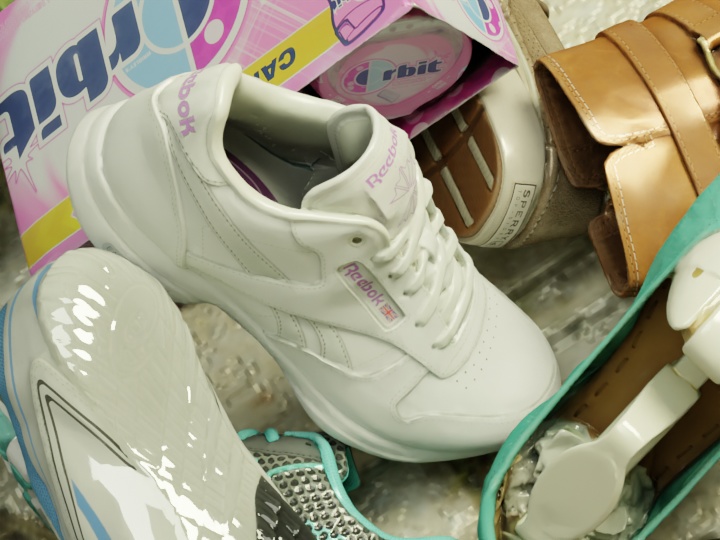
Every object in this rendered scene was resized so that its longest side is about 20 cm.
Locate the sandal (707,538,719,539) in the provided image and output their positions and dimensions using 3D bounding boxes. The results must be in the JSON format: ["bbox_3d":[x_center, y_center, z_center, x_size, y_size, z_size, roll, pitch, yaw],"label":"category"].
[{"bbox_3d":[0.169,0.113,0.885,0.200,0.080,0.058,-12,106,18],"label":"sandal"}]

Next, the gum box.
[{"bbox_3d":[-0.050,-0.078,0.995,0.200,0.066,0.114,-33,56,28],"label":"gum box"}]

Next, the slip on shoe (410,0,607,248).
[{"bbox_3d":[0.038,-0.092,1.022,0.060,0.076,0.201,0,46,-29],"label":"slip on shoe"}]

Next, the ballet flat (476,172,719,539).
[{"bbox_3d":[0.106,0.035,0.886,0.067,0.070,0.200,38,112,-1],"label":"ballet flat"}]

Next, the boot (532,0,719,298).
[{"bbox_3d":[0.132,-0.086,0.967,0.154,0.077,0.201,-13,72,-9],"label":"boot"}]

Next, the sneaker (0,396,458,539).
[{"bbox_3d":[-0.043,0.085,0.953,0.200,0.078,0.091,36,74,18],"label":"sneaker"}]

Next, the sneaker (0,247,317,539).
[{"bbox_3d":[-0.060,0.090,0.885,0.072,0.072,0.201,-17,74,-34],"label":"sneaker"}]

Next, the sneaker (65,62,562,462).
[{"bbox_3d":[0.000,0.000,0.914,0.099,0.199,0.075,-29,39,46],"label":"sneaker"}]
